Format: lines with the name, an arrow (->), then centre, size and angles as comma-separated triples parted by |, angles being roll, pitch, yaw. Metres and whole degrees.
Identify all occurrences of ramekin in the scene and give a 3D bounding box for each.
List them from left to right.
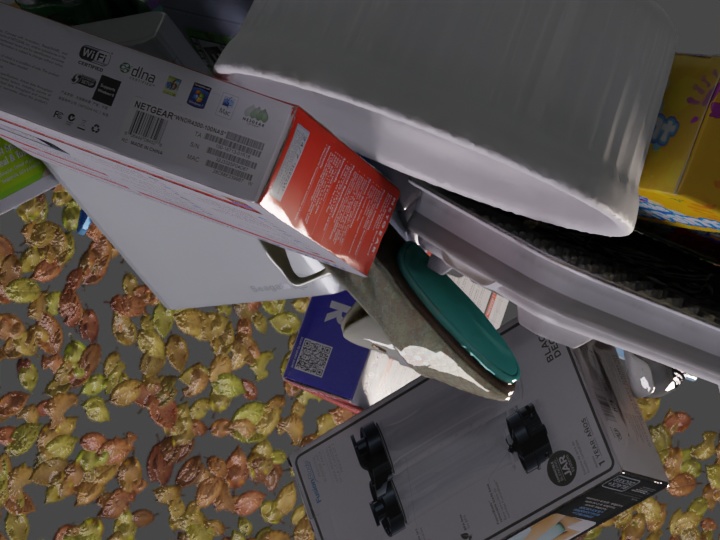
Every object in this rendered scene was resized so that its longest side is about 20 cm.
ramekin -> 0.044, -0.095, 1.231 | 0.200, 0.098, 0.200 | 21, 176, 2

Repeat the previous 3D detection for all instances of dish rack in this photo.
dish rack -> 0.124, 0.017, 1.400 | 0.200, 0.044, 0.172 | 21, -173, -32

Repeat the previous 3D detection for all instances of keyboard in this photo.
keyboard -> 0.135, -0.014, 1.413 | 0.200, 0.021, 0.127 | 22, -174, -2

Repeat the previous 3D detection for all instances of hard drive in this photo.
hard drive -> -0.105, -0.055, 1.490 | 0.132, 0.026, 0.200 | -6, 136, 35

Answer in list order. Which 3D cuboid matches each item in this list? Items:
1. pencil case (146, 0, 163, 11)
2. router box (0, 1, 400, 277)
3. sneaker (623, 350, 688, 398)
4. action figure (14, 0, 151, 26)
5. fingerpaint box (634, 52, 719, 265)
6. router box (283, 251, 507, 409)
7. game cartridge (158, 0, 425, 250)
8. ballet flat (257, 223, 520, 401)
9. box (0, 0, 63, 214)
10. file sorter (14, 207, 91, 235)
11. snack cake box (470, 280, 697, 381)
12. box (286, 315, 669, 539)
pencil case -> -0.137, -0.148, 1.602 | 0.200, 0.085, 0.092 | 19, -146, 26
router box -> -0.100, -0.066, 1.313 | 0.200, 0.049, 0.179 | 20, 175, 18
sneaker -> 0.205, 0.008, 1.568 | 0.077, 0.078, 0.200 | 7, -146, 29
action figure -> -0.156, -0.142, 1.474 | 0.118, 0.055, 0.200 | 2, 153, 22
fingerpaint box -> 0.173, -0.049, 1.354 | 0.167, 0.073, 0.200 | 23, 177, -29
router box -> 0.041, -0.004, 1.694 | 0.049, 0.200, 0.179 | 18, 174, 25
game cartridge -> -0.030, -0.095, 1.450 | 0.133, 0.040, 0.200 | 13, 142, 43
ballet flat -> 0.000, 0.000, 1.429 | 0.200, 0.062, 0.067 | 50, -160, -1
box -> -0.240, -0.076, 1.515 | 0.101, 0.113, 0.200 | -14, -167, 37
file sorter -> -0.196, -0.112, 1.765 | 0.200, 0.123, 0.139 | 21, -149, -12
snack cake box -> 0.155, -0.014, 1.669 | 0.067, 0.115, 0.200 | 18, 175, 34
box -> 0.065, 0.115, 1.586 | 0.060, 0.200, 0.117 | 19, -137, -54
